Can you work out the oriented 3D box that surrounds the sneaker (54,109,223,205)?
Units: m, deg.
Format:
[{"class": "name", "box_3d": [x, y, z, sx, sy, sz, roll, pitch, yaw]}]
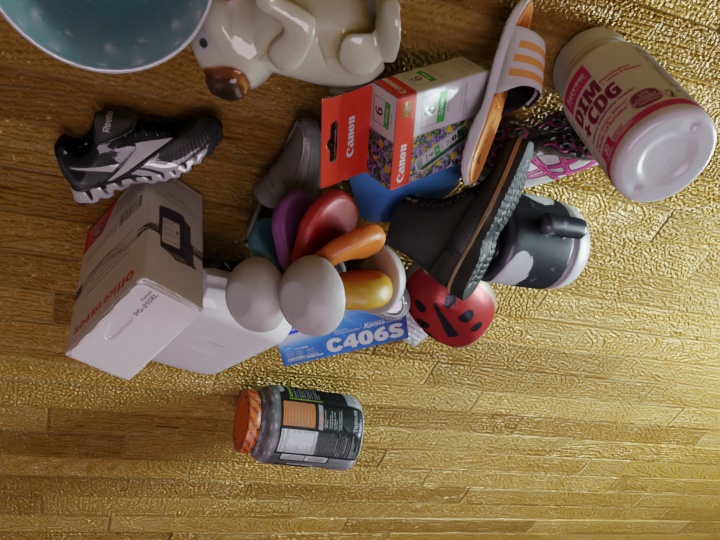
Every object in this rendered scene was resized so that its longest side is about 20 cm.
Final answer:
[{"class": "sneaker", "box_3d": [-0.252, -0.142, 0.771, 0.195, 0.068, 0.091, -18, 136, 6]}]

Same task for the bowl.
[{"class": "bowl", "box_3d": [-0.226, -0.293, 0.613, 0.195, 0.107, 0.204, -6, 133, -7]}]

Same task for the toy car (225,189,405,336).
[{"class": "toy car", "box_3d": [-0.054, -0.016, 0.789, 0.196, 0.155, 0.173, 0, -171, 37]}]

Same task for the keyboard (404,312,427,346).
[{"class": "keyboard", "box_3d": [0.042, 0.059, 1.067, 0.056, 0.011, 0.198, -39, 129, 21]}]

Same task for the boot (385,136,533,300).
[{"class": "boot", "box_3d": [0.112, -0.086, 0.839, 0.077, 0.137, 0.204, -3, 121, -63]}]

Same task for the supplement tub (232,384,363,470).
[{"class": "supplement tub", "box_3d": [-0.102, 0.256, 1.133, 0.195, 0.124, 0.124, 13, 129, -23]}]

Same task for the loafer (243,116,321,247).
[{"class": "loafer", "box_3d": [-0.096, -0.097, 0.849, 0.068, 0.071, 0.203, 1, 133, -26]}]

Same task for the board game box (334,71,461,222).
[{"class": "board game box", "box_3d": [0.049, -0.156, 0.853, 0.155, 0.039, 0.203, -24, 134, -5]}]

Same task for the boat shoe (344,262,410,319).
[{"class": "boat shoe", "box_3d": [0.000, 0.000, 0.927, 0.071, 0.069, 0.201, -35, 112, 7]}]

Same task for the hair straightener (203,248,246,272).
[{"class": "hair straightener", "box_3d": [-0.199, -0.005, 0.936, 0.194, 0.042, 0.078, -3, 133, -5]}]

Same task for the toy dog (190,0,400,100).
[{"class": "toy dog", "box_3d": [-0.073, -0.247, 0.693, 0.194, 0.144, 0.194, -10, 168, -6]}]

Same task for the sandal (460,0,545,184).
[{"class": "sandal", "box_3d": [0.170, -0.191, 0.771, 0.079, 0.058, 0.212, 9, 99, -71]}]

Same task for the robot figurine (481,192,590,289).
[{"class": "robot figurine", "box_3d": [0.217, -0.043, 0.938, 0.195, 0.151, 0.128, 7, 117, -24]}]

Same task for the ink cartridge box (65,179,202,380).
[{"class": "ink cartridge box", "box_3d": [-0.257, -0.001, 0.806, 0.144, 0.203, 0.084, -39, 130, 23]}]

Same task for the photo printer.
[{"class": "photo printer", "box_3d": [-0.199, 0.070, 0.934, 0.197, 0.071, 0.165, -26, 144, 33]}]

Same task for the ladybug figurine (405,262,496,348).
[{"class": "ladybug figurine", "box_3d": [0.129, 0.053, 1.018, 0.132, 0.074, 0.200, -12, 143, 26]}]

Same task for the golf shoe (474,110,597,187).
[{"class": "golf shoe", "box_3d": [0.235, -0.150, 0.890, 0.194, 0.075, 0.093, -5, 154, -1]}]

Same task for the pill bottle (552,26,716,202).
[{"class": "pill bottle", "box_3d": [0.295, -0.182, 0.776, 0.110, 0.203, 0.115, -7, 134, -7]}]

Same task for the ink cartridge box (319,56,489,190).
[{"class": "ink cartridge box", "box_3d": [0.049, -0.153, 0.756, 0.197, 0.050, 0.111, -24, 136, -30]}]

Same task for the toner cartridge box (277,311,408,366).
[{"class": "toner cartridge box", "box_3d": [-0.029, 0.075, 1.026, 0.194, 0.044, 0.097, -13, 131, -2]}]
